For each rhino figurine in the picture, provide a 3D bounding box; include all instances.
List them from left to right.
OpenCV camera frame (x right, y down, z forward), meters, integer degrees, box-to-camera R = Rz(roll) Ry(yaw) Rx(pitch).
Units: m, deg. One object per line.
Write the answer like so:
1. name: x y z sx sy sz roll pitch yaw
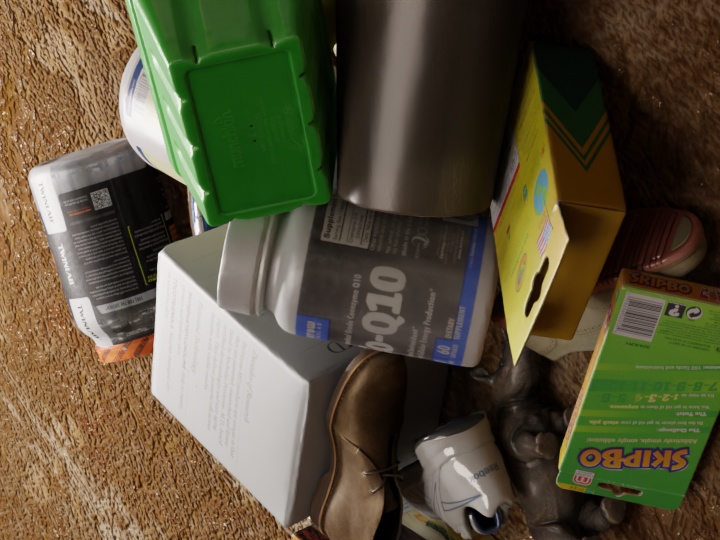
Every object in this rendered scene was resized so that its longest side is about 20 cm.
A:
1. rhino figurine: 0.138 0.132 1.492 0.201 0.060 0.087 69 157 4

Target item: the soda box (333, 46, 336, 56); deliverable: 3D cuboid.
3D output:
1. soda box: 0.017 -0.191 1.474 0.068 0.064 0.201 -18 95 56

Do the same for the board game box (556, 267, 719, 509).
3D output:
1. board game box: 0.205 0.088 1.359 0.095 0.030 0.200 12 128 -1

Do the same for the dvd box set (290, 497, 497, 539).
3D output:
1. dvd box set: 0.058 0.257 1.596 0.200 0.146 0.029 37 134 38

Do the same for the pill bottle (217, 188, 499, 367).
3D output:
1. pill bottle: 0.000 0.000 1.435 0.199 0.114 0.114 10 127 2

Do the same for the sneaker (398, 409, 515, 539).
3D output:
1. sneaker: 0.078 0.179 1.547 0.087 0.074 0.200 63 170 15

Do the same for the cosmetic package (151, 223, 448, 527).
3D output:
1. cosmetic package: -0.051 0.071 1.621 0.200 0.167 0.167 39 137 34

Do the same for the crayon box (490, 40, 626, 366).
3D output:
1. crayon box: 0.132 -0.044 1.321 0.200 0.051 0.127 -93 15 -44

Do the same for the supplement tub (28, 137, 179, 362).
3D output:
1. supplement tub: -0.235 -0.020 1.861 0.122 0.122 0.201 -5 104 54

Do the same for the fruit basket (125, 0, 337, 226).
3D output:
1. fruit basket: -0.080 -0.163 1.385 0.216 0.155 0.216 168 90 -88

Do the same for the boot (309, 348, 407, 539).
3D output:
1. boot: 0.014 0.147 1.520 0.075 0.073 0.200 45 137 41

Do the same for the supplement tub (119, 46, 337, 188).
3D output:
1. supplement tub: -0.089 -0.121 1.584 0.200 0.145 0.145 30 131 42

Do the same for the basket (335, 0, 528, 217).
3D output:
1. basket: 0.046 -0.147 1.356 0.180 0.136 0.201 -147 58 -62

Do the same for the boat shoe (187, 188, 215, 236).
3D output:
1. boat shoe: -0.125 -0.004 1.764 0.072 0.072 0.201 4 111 54

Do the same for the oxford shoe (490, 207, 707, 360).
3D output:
1. oxford shoe: 0.182 0.012 1.380 0.074 0.071 0.200 42 145 -18
